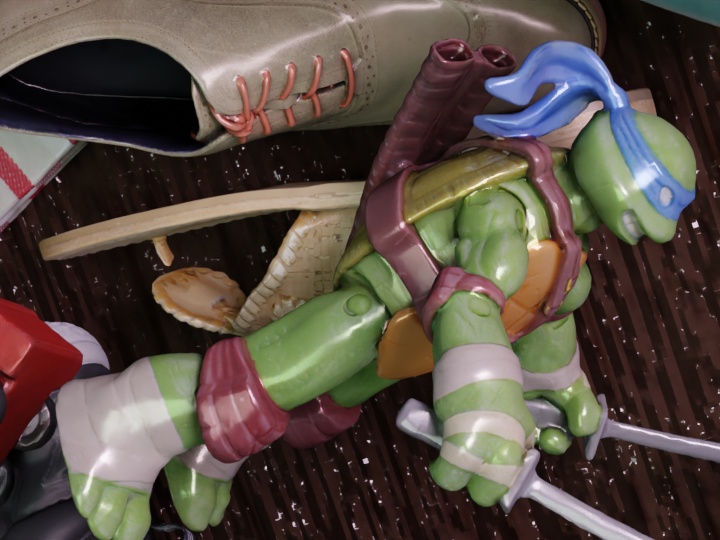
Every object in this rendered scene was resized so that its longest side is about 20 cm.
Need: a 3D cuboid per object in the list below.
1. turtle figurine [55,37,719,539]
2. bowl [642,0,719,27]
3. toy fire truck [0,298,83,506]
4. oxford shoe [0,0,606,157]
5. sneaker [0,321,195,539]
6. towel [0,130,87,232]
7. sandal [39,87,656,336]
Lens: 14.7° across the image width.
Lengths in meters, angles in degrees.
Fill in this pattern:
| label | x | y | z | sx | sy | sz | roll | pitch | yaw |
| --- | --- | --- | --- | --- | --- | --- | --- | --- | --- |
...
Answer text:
| label | x | y | z | sx | sy | sz | roll | pitch | yaw |
| --- | --- | --- | --- | --- | --- | --- | --- | --- | --- |
| turtle figurine | 0.026 | 0.050 | 0.810 | 0.194 | 0.144 | 0.200 | -21 | 116 | 20 |
| bowl | 0.058 | -0.149 | 0.780 | 0.201 | 0.201 | 0.105 | 24 | 93 | 12 |
| toy fire truck | -0.170 | 0.026 | 0.901 | 0.141 | 0.049 | 0.200 | 36 | 93 | 19 |
| oxford shoe | -0.024 | -0.060 | 0.865 | 0.200 | 0.075 | 0.071 | -1 | 130 | 7 |
| sneaker | -0.150 | 0.114 | 0.941 | 0.200 | 0.075 | 0.114 | -37 | 67 | 7 |
| towel | -0.124 | -0.110 | 0.933 | 0.200 | 0.023 | 0.144 | -43 | 86 | 23 |
| sandal | -0.002 | 0.000 | 0.888 | 0.211 | 0.078 | 0.070 | -14 | 90 | 18 |
